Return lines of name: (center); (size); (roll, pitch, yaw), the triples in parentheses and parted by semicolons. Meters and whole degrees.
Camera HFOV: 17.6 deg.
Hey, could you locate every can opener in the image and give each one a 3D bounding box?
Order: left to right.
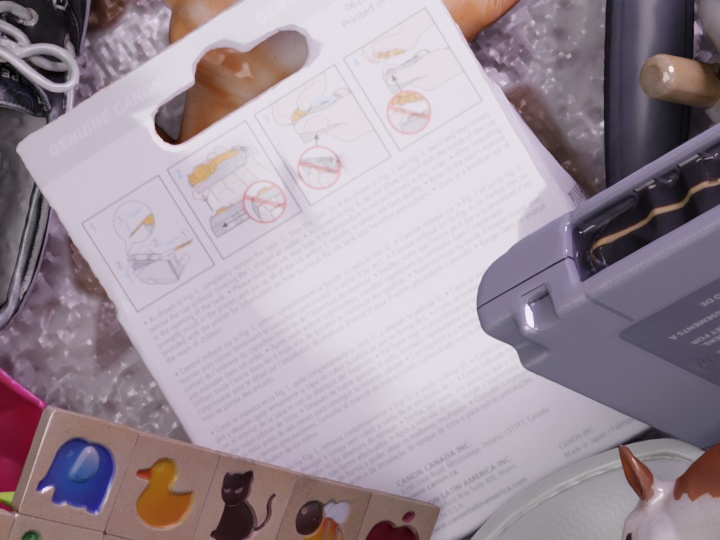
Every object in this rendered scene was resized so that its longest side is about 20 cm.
can opener: (0.103, -0.108, 0.800); (0.078, 0.063, 0.201); (6, 92, 12)

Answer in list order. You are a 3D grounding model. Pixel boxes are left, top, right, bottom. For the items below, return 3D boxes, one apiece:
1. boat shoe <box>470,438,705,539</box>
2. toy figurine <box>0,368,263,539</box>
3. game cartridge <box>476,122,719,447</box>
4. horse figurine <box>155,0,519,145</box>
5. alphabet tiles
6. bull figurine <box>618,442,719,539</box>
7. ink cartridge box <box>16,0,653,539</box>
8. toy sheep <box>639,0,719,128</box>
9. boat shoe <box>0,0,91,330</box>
boat shoe: (0.056, 0.134, 0.817); (0.200, 0.060, 0.076); (-40, 70, 13)
toy figurine: (-0.147, 0.096, 0.804); (0.184, 0.200, 0.151); (32, 114, 42)
game cartridge: (0.151, -0.010, 0.703); (0.200, 0.133, 0.041); (-30, 48, 33)
horse figurine: (-0.011, -0.105, 0.834); (0.199, 0.050, 0.133); (-16, 80, 16)
alphabet tiles: (-0.073, 0.136, 0.738); (0.008, 0.200, 0.168); (21, 92, 50)
bull figurine: (0.171, 0.069, 0.711); (0.199, 0.121, 0.065); (-21, 110, 0)
ink cartridge box: (0.000, 0.000, 0.820); (0.162, 0.057, 0.200); (-31, 89, 12)
toy sheep: (0.168, -0.074, 0.752); (0.138, 0.138, 0.200); (37, 114, 10)
boat shoe: (-0.136, -0.074, 0.843); (0.073, 0.068, 0.200); (10, 94, -12)
